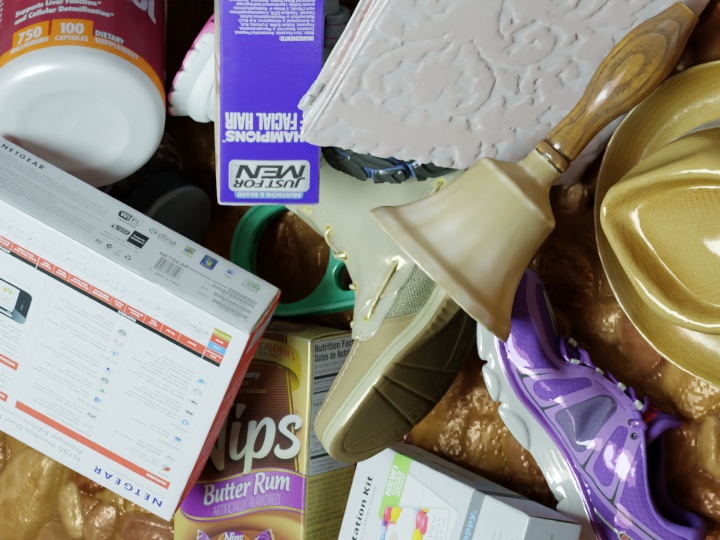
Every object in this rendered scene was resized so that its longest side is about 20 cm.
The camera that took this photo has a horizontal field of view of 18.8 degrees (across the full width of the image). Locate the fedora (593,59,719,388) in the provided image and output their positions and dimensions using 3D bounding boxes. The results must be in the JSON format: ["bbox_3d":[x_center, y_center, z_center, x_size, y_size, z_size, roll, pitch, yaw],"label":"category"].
[{"bbox_3d":[0.196,-0.020,1.167,0.200,0.082,0.201,6,99,39],"label":"fedora"}]

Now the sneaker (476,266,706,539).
[{"bbox_3d":[0.136,0.081,1.250,0.083,0.081,0.200,-30,86,24],"label":"sneaker"}]

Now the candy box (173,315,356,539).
[{"bbox_3d":[-0.063,0.128,1.416,0.117,0.056,0.200,10,101,39],"label":"candy box"}]

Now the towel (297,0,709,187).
[{"bbox_3d":[0.086,-0.133,1.173,0.191,0.200,0.032,-57,42,31],"label":"towel"}]

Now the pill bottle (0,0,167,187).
[{"bbox_3d":[-0.179,-0.158,1.386,0.113,0.113,0.200,-43,35,34],"label":"pill bottle"}]

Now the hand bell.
[{"bbox_3d":[0.109,-0.068,1.186,0.200,0.104,0.104,-47,65,4],"label":"hand bell"}]

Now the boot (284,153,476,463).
[{"bbox_3d":[0.000,0.000,1.307,0.155,0.073,0.200,34,93,31],"label":"boot"}]

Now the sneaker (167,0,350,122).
[{"bbox_3d":[-0.040,-0.167,1.343,0.088,0.081,0.200,28,112,-4],"label":"sneaker"}]

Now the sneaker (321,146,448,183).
[{"bbox_3d":[0.060,-0.124,1.255,0.200,0.075,0.078,-36,50,8],"label":"sneaker"}]

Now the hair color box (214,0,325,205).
[{"bbox_3d":[-0.052,-0.148,1.232,0.109,0.065,0.200,-96,6,-57],"label":"hair color box"}]

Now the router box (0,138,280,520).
[{"bbox_3d":[-0.171,0.038,1.342,0.200,0.049,0.180,29,131,3],"label":"router box"}]

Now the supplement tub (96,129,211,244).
[{"bbox_3d":[-0.191,-0.074,1.459,0.200,0.107,0.107,36,117,29],"label":"supplement tub"}]

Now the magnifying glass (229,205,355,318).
[{"bbox_3d":[0.000,0.006,1.362,0.200,0.022,0.080,19,93,31],"label":"magnifying glass"}]

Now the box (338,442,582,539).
[{"bbox_3d":[0.044,0.195,1.279,0.200,0.041,0.156,20,96,63],"label":"box"}]
